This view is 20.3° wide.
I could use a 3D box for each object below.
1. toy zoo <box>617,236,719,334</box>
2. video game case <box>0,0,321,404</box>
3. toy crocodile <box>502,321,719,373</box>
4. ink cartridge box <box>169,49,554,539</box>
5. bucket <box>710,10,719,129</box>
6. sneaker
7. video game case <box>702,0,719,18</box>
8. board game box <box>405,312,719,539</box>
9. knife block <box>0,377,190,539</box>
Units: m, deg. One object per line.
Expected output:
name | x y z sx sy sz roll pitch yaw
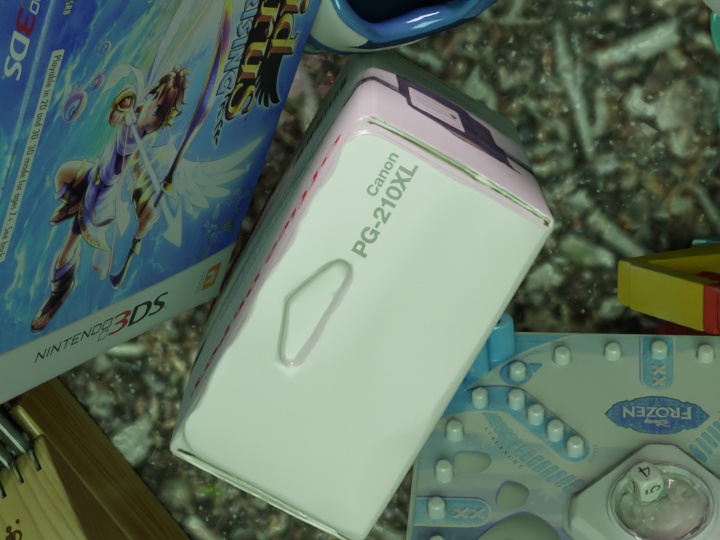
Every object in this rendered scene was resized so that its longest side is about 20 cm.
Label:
toy zoo | 0.196 0.010 0.818 0.130 0.200 0.021 -6 102 -27
video game case | -0.087 -0.057 0.729 0.045 0.181 0.201 31 119 18
toy crocodile | 0.153 0.045 0.885 0.198 0.068 0.062 -11 103 3
ink cartridge box | 0.000 0.000 0.805 0.084 0.200 0.145 29 102 -7
bucket | 0.231 -0.096 0.785 0.134 0.207 0.209 -2 104 -8
sneaker | 0.054 -0.142 0.824 0.199 0.082 0.074 -30 103 -7
video game case | 0.128 -0.205 0.680 0.182 0.023 0.200 45 70 0
board game box | 0.117 0.091 0.781 0.198 0.201 0.026 1 133 7
knife block | -0.149 0.088 0.907 0.064 0.176 0.200 -36 146 9
